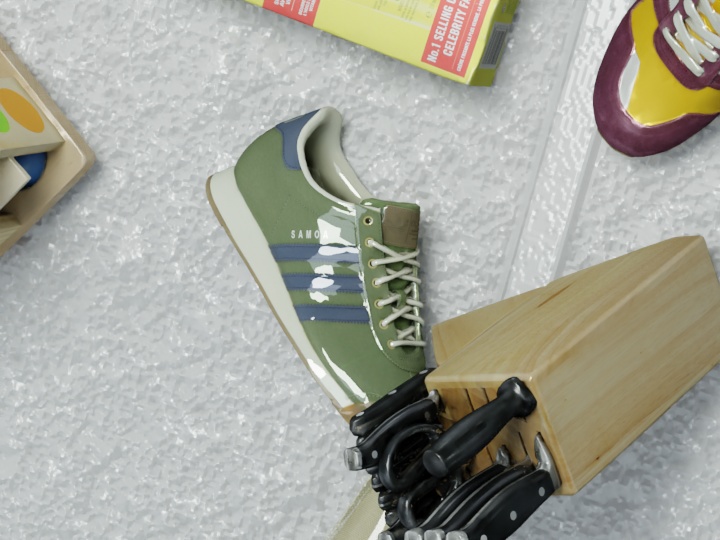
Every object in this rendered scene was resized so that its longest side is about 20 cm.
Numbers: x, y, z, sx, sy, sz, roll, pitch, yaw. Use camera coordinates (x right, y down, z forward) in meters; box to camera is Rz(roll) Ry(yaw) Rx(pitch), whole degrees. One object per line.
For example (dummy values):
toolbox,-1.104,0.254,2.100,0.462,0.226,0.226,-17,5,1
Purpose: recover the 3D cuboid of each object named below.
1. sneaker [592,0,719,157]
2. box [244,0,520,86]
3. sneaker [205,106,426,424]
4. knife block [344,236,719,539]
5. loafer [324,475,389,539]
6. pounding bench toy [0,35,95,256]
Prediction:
sneaker,0.181,-0.136,0.864,0.075,0.090,0.200,43,107,10
box,-0.014,-0.165,0.949,0.199,0.050,0.076,24,103,15
sneaker,0.000,0.000,0.944,0.090,0.067,0.201,-41,69,18
knife block,0.093,0.064,0.845,0.199,0.176,0.064,-20,106,4
loafer,0.008,0.174,0.973,0.076,0.068,0.201,33,106,12
pounding bench toy,-0.277,-0.041,1.000,0.200,0.156,0.124,-42,84,19
